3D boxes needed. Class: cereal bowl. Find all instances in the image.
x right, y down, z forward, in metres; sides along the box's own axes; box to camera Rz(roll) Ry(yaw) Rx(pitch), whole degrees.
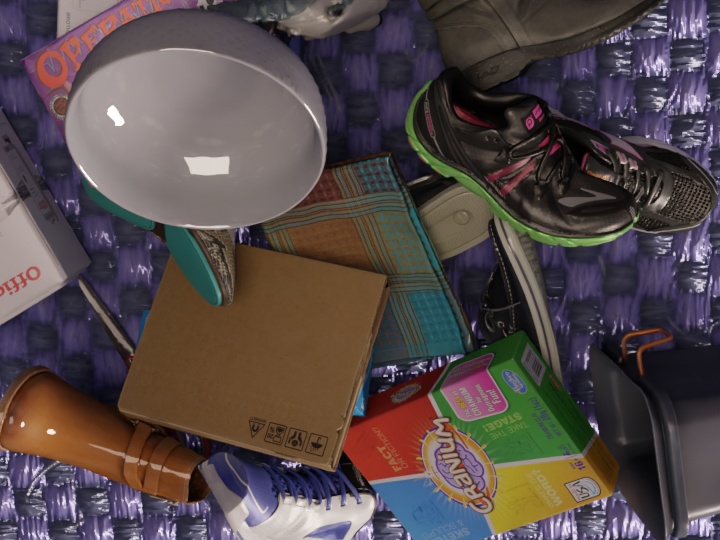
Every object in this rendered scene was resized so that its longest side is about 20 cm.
[{"bbox_3d":[-0.121,-0.124,1.041,0.197,0.084,0.201,1,145,1],"label":"cereal bowl"}]

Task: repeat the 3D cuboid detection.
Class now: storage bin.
[{"bbox_3d":[0.277,0.116,1.126,0.132,0.200,0.148,-10,101,-3],"label":"storage bin"}]

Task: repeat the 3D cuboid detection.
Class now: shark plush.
[{"bbox_3d":[-0.043,-0.224,1.100,0.198,0.091,0.084,-28,87,-23],"label":"shark plush"}]

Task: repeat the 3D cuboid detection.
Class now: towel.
[{"bbox_3d":[0.000,0.000,1.160,0.145,0.022,0.202,-10,121,26],"label":"towel"}]

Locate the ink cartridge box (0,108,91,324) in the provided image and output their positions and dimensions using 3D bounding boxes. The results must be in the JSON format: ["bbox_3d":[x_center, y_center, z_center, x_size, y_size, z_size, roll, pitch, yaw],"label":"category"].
[{"bbox_3d":[-0.352,-0.049,1.204,0.145,0.083,0.202,-29,97,11],"label":"ink cartridge box"}]

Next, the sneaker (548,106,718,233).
[{"bbox_3d":[0.198,-0.078,1.138,0.197,0.086,0.081,17,104,3],"label":"sneaker"}]

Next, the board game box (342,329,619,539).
[{"bbox_3d":[0.096,0.152,1.171,0.199,0.040,0.154,-27,109,34],"label":"board game box"}]

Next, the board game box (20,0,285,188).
[{"bbox_3d":[-0.161,-0.164,1.114,0.198,0.032,0.121,-27,96,12],"label":"board game box"}]

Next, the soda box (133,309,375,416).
[{"bbox_3d":[-0.092,0.079,1.182,0.197,0.068,0.065,4,72,18],"label":"soda box"}]

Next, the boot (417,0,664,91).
[{"bbox_3d":[0.140,-0.234,1.126,0.198,0.068,0.132,-22,93,9],"label":"boot"}]

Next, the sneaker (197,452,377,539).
[{"bbox_3d":[-0.054,0.195,1.201,0.115,0.200,0.081,-37,52,-1],"label":"sneaker"}]

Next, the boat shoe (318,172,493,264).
[{"bbox_3d":[0.033,-0.035,1.182,0.198,0.068,0.072,-22,119,24],"label":"boat shoe"}]

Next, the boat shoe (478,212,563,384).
[{"bbox_3d":[0.126,0.032,1.145,0.061,0.075,0.202,-10,133,9],"label":"boat shoe"}]

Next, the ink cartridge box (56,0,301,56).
[{"bbox_3d":[-0.149,-0.206,1.153,0.197,0.076,0.139,7,104,6],"label":"ink cartridge box"}]

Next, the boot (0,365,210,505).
[{"bbox_3d":[-0.211,0.146,1.162,0.153,0.200,0.075,23,89,15],"label":"boot"}]

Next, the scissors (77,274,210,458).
[{"bbox_3d":[-0.195,0.090,1.255,0.072,0.014,0.203,-15,99,11],"label":"scissors"}]

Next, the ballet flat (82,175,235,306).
[{"bbox_3d":[-0.152,-0.049,1.159,0.199,0.075,0.068,38,145,30],"label":"ballet flat"}]

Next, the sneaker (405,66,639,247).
[{"bbox_3d":[0.127,-0.087,1.063,0.198,0.077,0.084,29,134,3],"label":"sneaker"}]

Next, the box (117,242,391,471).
[{"bbox_3d":[-0.088,0.062,1.135,0.197,0.021,0.166,12,73,21],"label":"box"}]
